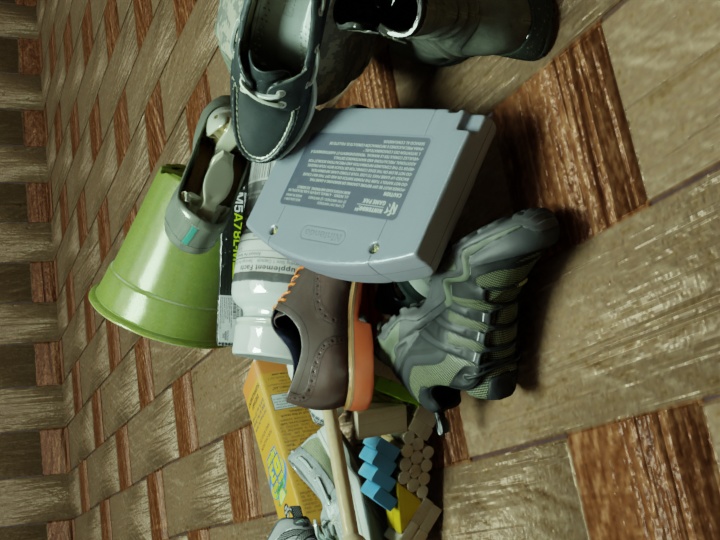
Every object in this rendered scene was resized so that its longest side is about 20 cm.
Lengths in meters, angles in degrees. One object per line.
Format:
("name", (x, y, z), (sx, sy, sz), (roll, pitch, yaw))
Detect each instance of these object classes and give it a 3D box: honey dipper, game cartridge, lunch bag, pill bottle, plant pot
("honey dipper", (-0.019, 0.132, 0.721), (0.038, 0.038, 0.200), (122, 143, -47))
("game cartridge", (-0.001, -0.059, 0.687), (0.200, 0.042, 0.133), (13, 78, 48))
("lunch bag", (-0.037, -0.245, 0.751), (0.168, 0.139, 0.200), (-82, 13, -54))
("pill bottle", (-0.057, -0.015, 0.846), (0.113, 0.113, 0.200), (-11, 69, 63))
("plant pot", (-0.220, -0.028, 1.163), (0.200, 0.200, 0.190), (41, 114, 56))

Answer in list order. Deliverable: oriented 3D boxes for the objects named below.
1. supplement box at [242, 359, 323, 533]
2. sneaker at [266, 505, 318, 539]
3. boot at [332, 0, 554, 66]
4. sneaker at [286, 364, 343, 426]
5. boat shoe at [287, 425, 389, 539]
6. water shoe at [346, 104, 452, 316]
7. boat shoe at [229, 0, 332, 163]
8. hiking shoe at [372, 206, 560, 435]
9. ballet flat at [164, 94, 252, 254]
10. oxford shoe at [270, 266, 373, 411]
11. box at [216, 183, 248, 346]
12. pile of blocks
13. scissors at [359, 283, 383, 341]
("supplement box", (-0.066, 0.188, 0.964), (0.200, 0.069, 0.067), (66, 148, 33))
("sneaker", (-0.068, 0.317, 0.862), (0.140, 0.078, 0.200), (-130, 53, -60))
("boot", (0.036, -0.190, 0.671), (0.200, 0.131, 0.068), (24, 112, 61))
("sneaker", (-0.060, 0.064, 0.947), (0.081, 0.076, 0.200), (105, 152, -48))
("boat shoe", (-0.019, 0.214, 0.827), (0.074, 0.065, 0.202), (60, 179, -31))
("water shoe", (0.012, -0.053, 0.771), (0.079, 0.071, 0.200), (-40, 54, 32))
("boat shoe", (-0.065, -0.160, 0.675), (0.060, 0.076, 0.200), (-65, -9, -55))
("hiking shoe", (0.092, 0.037, 0.655), (0.101, 0.076, 0.200), (54, 137, 16))
("ballet flat", (-0.127, -0.103, 0.849), (0.064, 0.067, 0.200), (-45, 25, 49))
("oxford shoe", (-0.035, 0.015, 0.731), (0.071, 0.072, 0.200), (110, 157, -56))
("box", (-0.123, -0.033, 1.011), (0.193, 0.047, 0.200), (-80, -7, -81))
("pile of blocks", (0.020, 0.137, 0.771), (0.062, 0.082, 0.200), (8, 99, 63))
("scissors", (0.000, 0.000, 0.801), (0.014, 0.073, 0.200), (-4, 97, 31))
